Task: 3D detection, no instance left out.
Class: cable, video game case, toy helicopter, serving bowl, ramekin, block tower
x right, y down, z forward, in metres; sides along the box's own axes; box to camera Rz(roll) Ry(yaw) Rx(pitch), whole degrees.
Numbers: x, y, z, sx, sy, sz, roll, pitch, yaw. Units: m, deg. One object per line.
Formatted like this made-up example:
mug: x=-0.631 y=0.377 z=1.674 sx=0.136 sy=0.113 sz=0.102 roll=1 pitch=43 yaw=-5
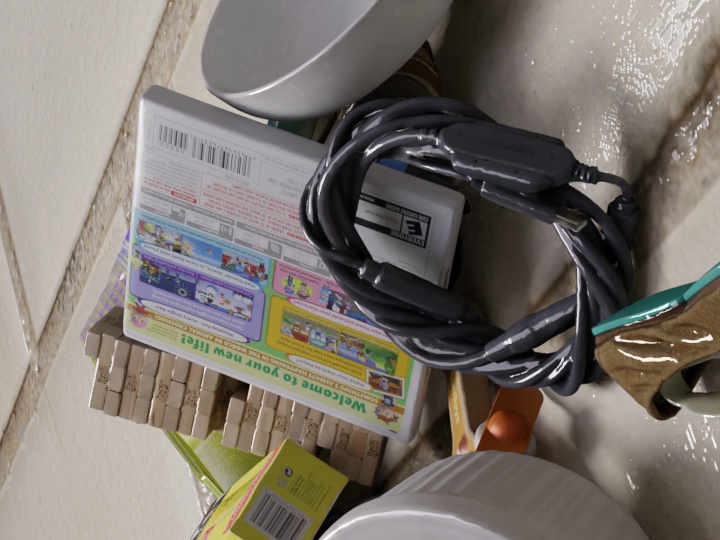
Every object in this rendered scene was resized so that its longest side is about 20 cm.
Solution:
cable: x=0.057 y=-0.012 z=1.050 sx=0.199 sy=0.051 sz=0.164 roll=14 pitch=130 yaw=25
video game case: x=-0.045 y=-0.001 z=1.151 sx=0.022 sy=0.199 sz=0.183 roll=-55 pitch=-20 yaw=-49
toy helicopter: x=0.068 y=0.099 z=1.124 sx=0.132 sy=0.078 sz=0.201 roll=107 pitch=161 yaw=-55
serving bowl: x=-0.004 y=-0.163 z=1.141 sx=0.200 sy=0.066 sz=0.201 roll=-34 pitch=33 yaw=26
ramekin: x=0.074 y=0.186 z=1.006 sx=0.202 sy=0.094 sz=0.203 roll=15 pitch=122 yaw=26
block tower: x=-0.078 y=0.080 z=1.246 sx=0.054 sy=0.199 sz=0.058 roll=-53 pitch=-22 yaw=-70

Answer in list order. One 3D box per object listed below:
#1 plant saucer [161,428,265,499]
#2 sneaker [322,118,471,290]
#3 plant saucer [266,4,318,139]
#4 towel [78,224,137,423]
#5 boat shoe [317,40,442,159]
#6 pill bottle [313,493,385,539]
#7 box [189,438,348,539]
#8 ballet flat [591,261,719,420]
plant saucer: x=-0.102 y=0.126 z=1.405 sx=0.200 sy=0.048 sz=0.200 roll=37 pitch=163 yaw=52
sneaker: x=0.000 y=0.001 z=1.197 sx=0.200 sy=0.111 sz=0.077 roll=-61 pitch=1 yaw=46
plant saucer: x=-0.046 y=-0.099 z=1.296 sx=0.200 sy=0.027 sz=0.201 roll=-163 pitch=90 yaw=-85
towel: x=-0.137 y=-0.006 z=1.346 sx=0.201 sy=0.023 sz=0.144 roll=-64 pitch=31 yaw=16
boat shoe: x=0.008 y=-0.074 z=1.228 sx=0.200 sy=0.075 sz=0.074 roll=123 pitch=163 yaw=-52
pill bottle: x=-0.007 y=0.221 z=1.277 sx=0.200 sy=0.111 sz=0.112 roll=126 pitch=133 yaw=-57
box: x=-0.070 y=0.170 z=1.246 sx=0.075 sy=0.050 sz=0.200 roll=-57 pitch=5 yaw=-23
ballet flat: x=0.171 y=0.029 z=0.883 sx=0.073 sy=0.068 sz=0.200 roll=59 pitch=153 yaw=5
